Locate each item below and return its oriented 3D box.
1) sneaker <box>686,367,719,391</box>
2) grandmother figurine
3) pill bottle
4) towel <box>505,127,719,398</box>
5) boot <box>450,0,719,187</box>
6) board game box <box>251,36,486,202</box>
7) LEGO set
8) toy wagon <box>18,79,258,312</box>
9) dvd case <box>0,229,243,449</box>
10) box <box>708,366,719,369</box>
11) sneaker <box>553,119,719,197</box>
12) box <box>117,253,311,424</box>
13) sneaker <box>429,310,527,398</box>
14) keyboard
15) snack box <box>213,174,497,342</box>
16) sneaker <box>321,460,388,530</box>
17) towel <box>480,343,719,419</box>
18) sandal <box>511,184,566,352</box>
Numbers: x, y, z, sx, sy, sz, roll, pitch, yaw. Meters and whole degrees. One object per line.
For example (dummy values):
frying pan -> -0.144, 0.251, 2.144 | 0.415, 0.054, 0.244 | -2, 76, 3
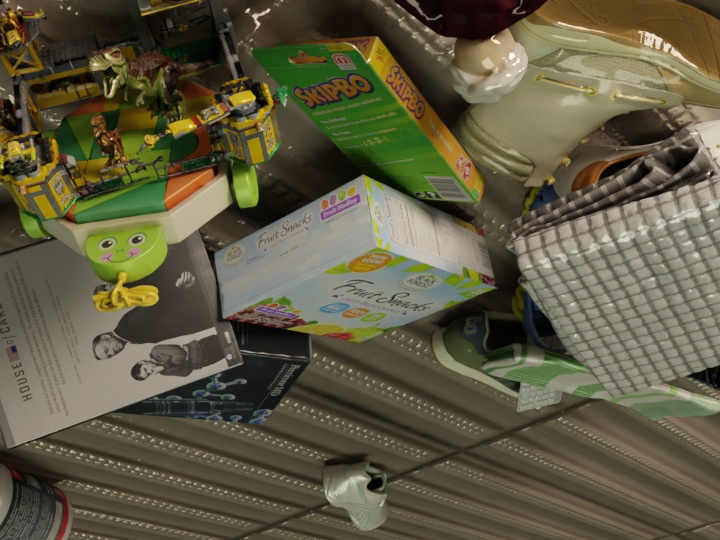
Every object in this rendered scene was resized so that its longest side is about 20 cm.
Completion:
sneaker -> 0.374, 0.098, 0.920 | 0.077, 0.200, 0.071 | -7, 110, -5
grandmother figurine -> 0.068, -0.185, 0.517 | 0.120, 0.061, 0.201 | 6, 141, 23
pill bottle -> -0.496, 0.322, 1.160 | 0.118, 0.121, 0.200 | -16, 146, 15
towel -> 0.222, 0.001, 0.662 | 0.164, 0.086, 0.200 | -22, 130, 28
boot -> 0.181, -0.124, 0.644 | 0.198, 0.073, 0.155 | 11, 143, -13
board game box -> 0.011, -0.111, 0.641 | 0.095, 0.030, 0.200 | 8, 161, 36
LEGO set -> -0.146, -0.129, 0.512 | 0.198, 0.155, 0.116 | -9, 147, -2
toy wagon -> -0.145, -0.058, 0.570 | 0.153, 0.201, 0.040 | -8, 133, 3
dvd case -> -0.214, 0.040, 0.711 | 0.198, 0.152, 0.025 | -19, 178, -15
box -> 0.342, 0.010, 0.829 | 0.198, 0.125, 0.149 | -11, 147, 9
sneaker -> 0.265, -0.074, 0.701 | 0.198, 0.085, 0.074 | -11, 110, -3
box -> -0.166, 0.066, 0.840 | 0.198, 0.108, 0.149 | 8, 144, -23
sneaker -> 0.182, 0.094, 0.977 | 0.199, 0.068, 0.090 | 19, 145, -28
keyboard -> 0.203, 0.072, 0.927 | 0.056, 0.011, 0.202 | -14, 127, -20
snack box -> 0.000, 0.000, 0.761 | 0.168, 0.068, 0.199 | -24, 158, 29
sneaker -> 0.012, 0.351, 1.338 | 0.080, 0.071, 0.201 | -19, 144, 14
towel -> 0.229, 0.113, 0.856 | 0.198, 0.024, 0.153 | 17, 168, -2
sandal -> 0.190, 0.001, 0.803 | 0.079, 0.088, 0.201 | -4, 130, 1
